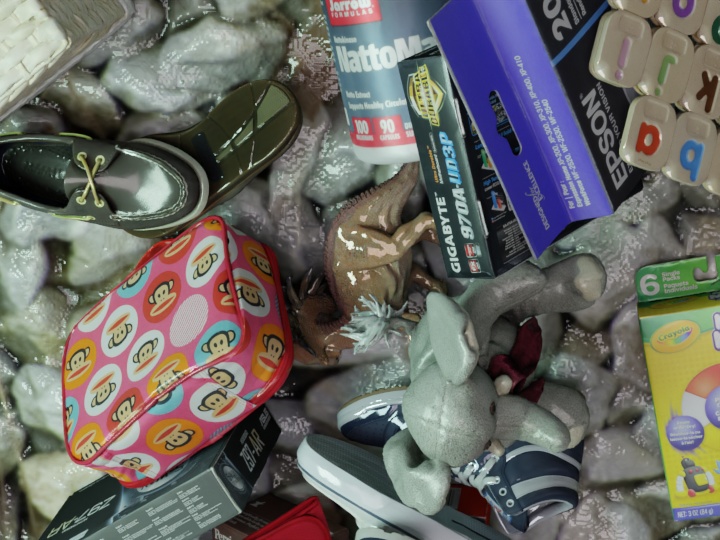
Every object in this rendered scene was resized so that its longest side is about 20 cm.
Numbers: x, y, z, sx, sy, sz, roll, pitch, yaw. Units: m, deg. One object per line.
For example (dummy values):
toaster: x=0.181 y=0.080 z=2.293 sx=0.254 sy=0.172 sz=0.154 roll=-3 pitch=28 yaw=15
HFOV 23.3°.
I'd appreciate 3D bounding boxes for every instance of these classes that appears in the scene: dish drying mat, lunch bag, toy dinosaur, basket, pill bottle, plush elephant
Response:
dish drying mat: x=-0.037 y=0.279 z=1.377 sx=0.077 sy=0.018 sz=0.201 roll=-29 pitch=119 yaw=-26
lunch bag: x=-0.149 y=0.054 z=1.360 sx=0.200 sy=0.177 sz=0.082 roll=-36 pitch=135 yaw=24
toy dinosaur: x=0.000 y=0.000 z=1.353 sx=0.135 sy=0.086 sz=0.201 roll=9 pitch=108 yaw=7
basket: x=-0.315 y=-0.202 z=1.301 sx=0.200 sy=0.161 sz=0.199 roll=-34 pitch=100 yaw=19
pill bottle: x=0.032 y=-0.189 z=1.271 sx=0.119 sy=0.120 sz=0.201 roll=-10 pitch=105 yaw=12
plush elephant: x=0.086 y=0.083 z=1.237 sx=0.199 sy=0.155 sz=0.166 roll=7 pitch=121 yaw=-6

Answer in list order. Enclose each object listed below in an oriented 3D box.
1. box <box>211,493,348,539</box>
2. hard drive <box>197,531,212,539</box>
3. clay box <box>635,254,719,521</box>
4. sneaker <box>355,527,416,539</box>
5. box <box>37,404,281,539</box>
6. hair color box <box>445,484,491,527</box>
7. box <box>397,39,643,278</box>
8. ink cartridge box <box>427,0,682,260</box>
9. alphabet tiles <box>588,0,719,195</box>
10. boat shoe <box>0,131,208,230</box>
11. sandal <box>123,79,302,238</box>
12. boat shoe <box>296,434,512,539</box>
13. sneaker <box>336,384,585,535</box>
box: x=-0.064 y=0.298 z=1.442 sx=0.100 sy=0.075 sz=0.201 roll=16 pitch=112 yaw=44
hard drive: x=-0.157 y=0.313 z=1.414 sx=0.025 sy=0.200 sz=0.133 roll=19 pitch=109 yaw=2
clay box: x=0.283 y=0.089 z=1.356 sx=0.114 sy=0.048 sz=0.201 roll=-10 pitch=106 yaw=11
sneaker: x=0.018 y=0.283 z=1.344 sx=0.076 sy=0.081 sz=0.201 roll=3 pitch=138 yaw=18
box: x=-0.169 y=0.187 z=1.399 sx=0.199 sy=0.160 sz=0.044 roll=-30 pitch=101 yaw=17
hair color box: x=0.051 y=0.278 z=1.444 sx=0.101 sy=0.061 sz=0.201 roll=5 pitch=108 yaw=8
box: x=0.120 y=-0.101 z=1.247 sx=0.046 sy=0.200 sz=0.160 roll=1 pitch=111 yaw=43
ink cartridge box: x=0.148 y=-0.144 z=1.212 sx=0.043 sy=0.200 sz=0.199 roll=1 pitch=129 yaw=44
alphabet tiles: x=0.249 y=-0.157 z=1.234 sx=0.199 sy=0.015 sz=0.197 roll=15 pitch=87 yaw=-32
boat shoe: x=-0.213 y=-0.069 z=1.344 sx=0.200 sy=0.060 sz=0.072 roll=8 pitch=99 yaw=27
sandal: x=-0.119 y=-0.086 z=1.358 sx=0.199 sy=0.054 sz=0.082 roll=-31 pitch=77 yaw=27
boat shoe: x=0.029 y=0.203 z=1.354 sx=0.199 sy=0.074 sz=0.067 roll=31 pitch=104 yaw=0
sneaker: x=0.079 y=0.150 z=1.372 sx=0.199 sy=0.070 sz=0.109 roll=-2 pitch=68 yaw=7
